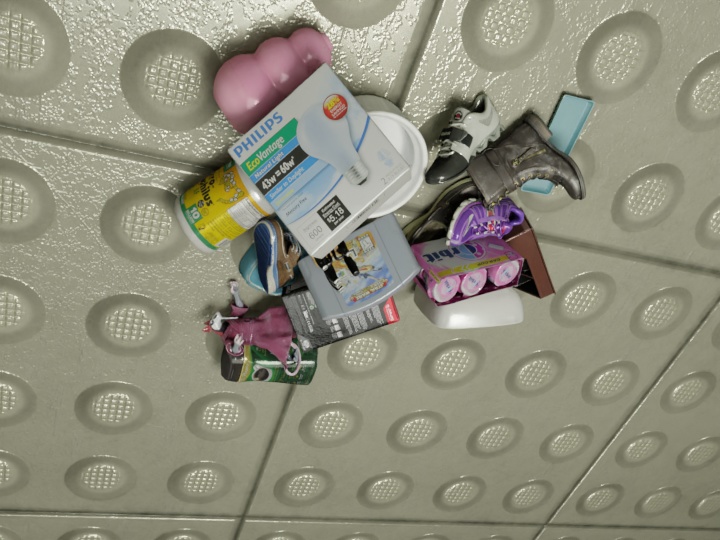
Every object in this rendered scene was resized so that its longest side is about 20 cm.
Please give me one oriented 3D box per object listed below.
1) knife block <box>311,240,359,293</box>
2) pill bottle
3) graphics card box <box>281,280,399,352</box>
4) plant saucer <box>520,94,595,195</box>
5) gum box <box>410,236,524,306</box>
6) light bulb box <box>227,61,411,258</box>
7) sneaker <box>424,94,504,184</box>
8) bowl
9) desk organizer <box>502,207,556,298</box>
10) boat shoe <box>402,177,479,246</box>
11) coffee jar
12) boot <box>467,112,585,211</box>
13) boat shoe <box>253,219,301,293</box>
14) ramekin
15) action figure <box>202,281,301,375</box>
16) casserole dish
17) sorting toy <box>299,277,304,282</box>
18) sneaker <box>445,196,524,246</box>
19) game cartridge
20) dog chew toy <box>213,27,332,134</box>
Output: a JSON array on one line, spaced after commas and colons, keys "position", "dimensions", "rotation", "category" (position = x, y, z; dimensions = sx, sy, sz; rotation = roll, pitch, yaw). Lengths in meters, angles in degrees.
[{"position": [-0.066, -0.053, 1.190], "dimensions": [0.063, 0.200, 0.178], "rotation": [-27, 96, -5], "category": "knife block"}, {"position": [-0.211, -0.127, 1.186], "dimensions": [0.198, 0.114, 0.113], "rotation": [-31, 129, 11], "category": "pill bottle"}, {"position": [-0.038, 0.064, 1.293], "dimensions": [0.196, 0.051, 0.127], "rotation": [-20, 111, 3], "category": "graphics card box"}, {"position": [0.371, -0.238, 1.312], "dimensions": [0.068, 0.019, 0.203], "rotation": [6, 126, -19], "category": "plant saucer"}, {"position": [0.193, -0.008, 1.305], "dimensions": [0.196, 0.114, 0.067], "rotation": [-13, 129, -24], "category": "gum box"}, {"position": [-0.056, -0.159, 1.036], "dimensions": [0.198, 0.125, 0.201], "rotation": [-41, 87, 2], "category": "light bulb box"}, {"position": [0.168, -0.231, 1.197], "dimensions": [0.200, 0.073, 0.089], "rotation": [-47, 126, -26], "category": "sneaker"}, {"position": [0.218, 0.045, 1.390], "dimensions": [0.195, 0.200, 0.076], "rotation": [-2, 108, -12], "category": "bowl"}, {"position": [0.338, -0.023, 1.437], "dimensions": [0.076, 0.072, 0.201], "rotation": [-25, 129, 9], "category": "desk organizer"}, {"position": [0.163, -0.095, 1.338], "dimensions": [0.200, 0.065, 0.073], "rotation": [-43, 124, 18], "category": "boat shoe"}, {"position": [-0.193, 0.186, 1.450], "dimensions": [0.196, 0.086, 0.105], "rotation": [6, 137, -19], "category": "coffee jar"}, {"position": [0.296, -0.169, 1.266], "dimensions": [0.173, 0.069, 0.201], "rotation": [-38, 89, 2], "category": "boot"}, {"position": [-0.148, -0.035, 1.242], "dimensions": [0.071, 0.073, 0.201], "rotation": [-24, 158, -20], "category": "boat shoe"}, {"position": [0.011, -0.202, 1.195], "dimensions": [0.196, 0.099, 0.203], "rotation": [-7, 129, -8], "category": "ramekin"}, {"position": [-0.215, 0.117, 1.370], "dimensions": [0.195, 0.136, 0.150], "rotation": [4, 147, 6], "category": "action figure"}, {"position": [-0.150, -0.024, 1.331], "dimensions": [0.120, 0.039, 0.200], "rotation": [28, 117, -30], "category": "casserole dish"}, {"position": [-0.029, 0.011, 1.347], "dimensions": [0.177, 0.108, 0.202], "rotation": [13, 123, -21], "category": "sorting toy"}, {"position": [0.238, -0.093, 1.299], "dimensions": [0.198, 0.083, 0.082], "rotation": [-25, 140, -34], "category": "sneaker"}, {"position": [0.000, 0.000, 1.228], "dimensions": [0.197, 0.135, 0.042], "rotation": [-27, 164, 2], "category": "game cartridge"}, {"position": [-0.130, -0.301, 1.072], "dimensions": [0.198, 0.125, 0.125], "rotation": [-35, 128, 3], "category": "dog chew toy"}]
